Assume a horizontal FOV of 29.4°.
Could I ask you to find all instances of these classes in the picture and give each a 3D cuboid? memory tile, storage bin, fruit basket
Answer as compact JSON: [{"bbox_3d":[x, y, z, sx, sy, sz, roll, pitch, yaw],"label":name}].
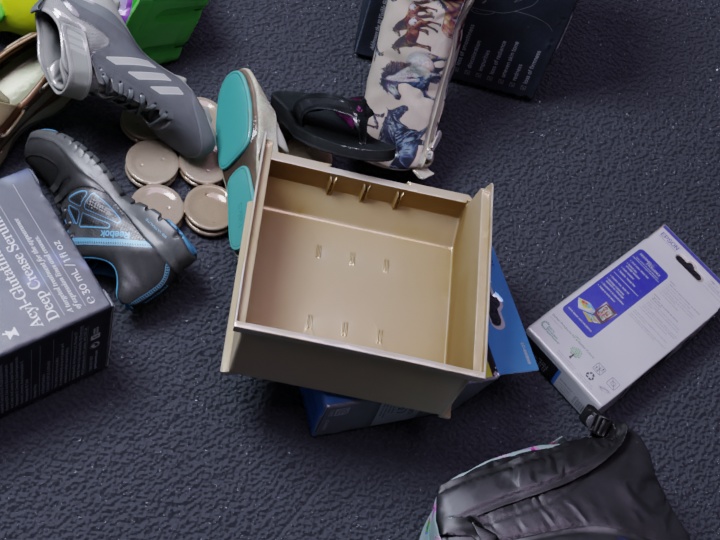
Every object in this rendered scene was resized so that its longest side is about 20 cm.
[{"bbox_3d":[-0.122,-0.099,1.285,0.197,0.017,0.155,-3,59,-16],"label":"memory tile"},{"bbox_3d":[0.000,0.000,1.124,0.197,0.094,0.201,12,58,-8],"label":"storage bin"},{"bbox_3d":[-0.270,-0.286,1.301,0.213,0.156,0.217,19,47,-21],"label":"fruit basket"}]

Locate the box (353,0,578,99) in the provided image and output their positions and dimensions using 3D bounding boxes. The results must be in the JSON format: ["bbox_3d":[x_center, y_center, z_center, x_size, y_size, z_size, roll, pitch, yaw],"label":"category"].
[{"bbox_3d":[0.112,-0.298,1.358,0.194,0.201,0.125,12,54,-6],"label":"box"}]

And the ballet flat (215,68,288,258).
[{"bbox_3d":[-0.093,-0.090,1.251,0.062,0.067,0.202,17,55,-37],"label":"ballet flat"}]

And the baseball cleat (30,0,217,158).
[{"bbox_3d":[-0.215,-0.162,1.216,0.200,0.069,0.107,49,49,-14],"label":"baseball cleat"}]

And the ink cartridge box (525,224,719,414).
[{"bbox_3d":[0.247,0.046,1.270,0.199,0.039,0.100,-33,70,-27],"label":"ink cartridge box"}]

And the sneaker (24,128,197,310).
[{"bbox_3d":[-0.235,-0.049,1.191,0.199,0.073,0.082,39,81,24],"label":"sneaker"}]

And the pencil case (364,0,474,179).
[{"bbox_3d":[0.055,-0.191,1.280,0.089,0.202,0.078,24,25,21],"label":"pencil case"}]

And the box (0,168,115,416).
[{"bbox_3d":[-0.319,0.036,1.096,0.199,0.107,0.149,-26,68,-26],"label":"box"}]

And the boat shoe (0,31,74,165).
[{"bbox_3d":[-0.331,-0.145,1.215,0.075,0.074,0.200,38,69,12],"label":"boat shoe"}]

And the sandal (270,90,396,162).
[{"bbox_3d":[-0.030,-0.141,1.231,0.074,0.049,0.200,0,21,-28],"label":"sandal"}]

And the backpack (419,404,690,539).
[{"bbox_3d":[0.146,0.216,1.085,0.198,0.127,0.168,-10,49,-18],"label":"backpack"}]

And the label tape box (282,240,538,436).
[{"bbox_3d":[0.037,0.053,1.199,0.198,0.066,0.145,-7,61,-21],"label":"label tape box"}]
